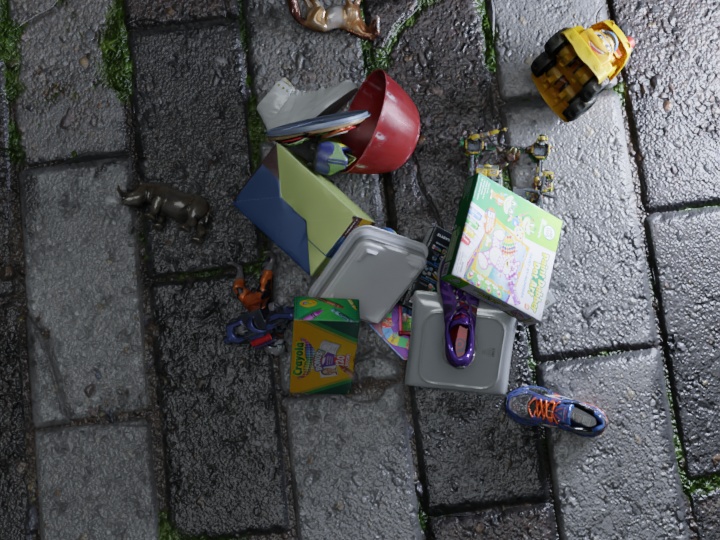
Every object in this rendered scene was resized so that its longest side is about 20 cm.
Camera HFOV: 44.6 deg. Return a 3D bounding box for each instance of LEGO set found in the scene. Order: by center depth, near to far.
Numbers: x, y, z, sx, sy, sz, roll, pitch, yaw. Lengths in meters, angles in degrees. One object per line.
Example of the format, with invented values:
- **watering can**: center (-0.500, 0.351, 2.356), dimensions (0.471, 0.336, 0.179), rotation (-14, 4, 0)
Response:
- **LEGO set**: center (0.278, -0.196, 1.655), dimensions (0.195, 0.116, 0.157), rotation (12, 83, 4)

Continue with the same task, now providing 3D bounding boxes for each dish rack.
- **dish rack**: center (0.017, 0.019, 1.566), dimensions (0.169, 0.044, 0.201), rotation (17, 126, -29)

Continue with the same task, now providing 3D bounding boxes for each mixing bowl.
- **mixing bowl**: center (0.045, -0.262, 1.655), dimensions (0.106, 0.199, 0.205), rotation (19, 83, -20)

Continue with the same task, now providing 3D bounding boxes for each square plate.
- **square plate**: center (0.184, 0.140, 1.609), dimensions (0.193, 0.029, 0.204), rotation (6, 116, 4)

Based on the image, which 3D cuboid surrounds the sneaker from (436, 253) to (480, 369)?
- **sneaker**: center (0.177, 0.068, 1.524), dimensions (0.079, 0.083, 0.205), rotation (-4, 82, 2)

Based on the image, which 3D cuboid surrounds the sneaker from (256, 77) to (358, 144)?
- **sneaker**: center (-0.110, -0.338, 1.706), dimensions (0.198, 0.074, 0.117), rotation (-33, 83, 8)

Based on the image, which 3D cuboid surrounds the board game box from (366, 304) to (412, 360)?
- **board game box**: center (0.093, 0.069, 1.667), dimensions (0.158, 0.039, 0.200), rotation (-45, 82, -4)

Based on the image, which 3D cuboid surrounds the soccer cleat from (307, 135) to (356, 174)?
- **soccer cleat**: center (-0.047, -0.210, 1.614), dimensions (0.082, 0.200, 0.066), rotation (11, 105, 2)

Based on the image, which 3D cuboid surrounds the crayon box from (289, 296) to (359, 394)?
- **crayon box**: center (-0.067, 0.138, 1.585), dimensions (0.116, 0.203, 0.059), rotation (2, 43, -5)

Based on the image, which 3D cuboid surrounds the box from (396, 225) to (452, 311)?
- **box**: center (0.188, 0.032, 1.642), dimensions (0.197, 0.046, 0.162), rotation (25, 83, -10)

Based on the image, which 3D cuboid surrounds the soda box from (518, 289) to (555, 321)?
- **soda box**: center (0.270, -0.008, 1.606), dimensions (0.067, 0.064, 0.202), rotation (-33, 93, -13)

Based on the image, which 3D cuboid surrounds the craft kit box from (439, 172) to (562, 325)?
- **craft kit box**: center (0.250, -0.037, 1.534), dimensions (0.195, 0.048, 0.204), rotation (27, 67, -22)

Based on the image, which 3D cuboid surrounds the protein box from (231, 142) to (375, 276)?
- **protein box**: center (-0.099, -0.105, 1.609), dimensions (0.198, 0.200, 0.136), rotation (42, 97, 7)

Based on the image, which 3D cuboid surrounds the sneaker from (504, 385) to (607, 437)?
- **sneaker**: center (0.362, 0.257, 1.612), dimensions (0.195, 0.078, 0.077), rotation (9, 82, 4)

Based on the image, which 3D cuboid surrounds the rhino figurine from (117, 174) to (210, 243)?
- **rhino figurine**: center (-0.383, -0.128, 1.704), dimensions (0.196, 0.060, 0.089), rotation (20, 65, 6)

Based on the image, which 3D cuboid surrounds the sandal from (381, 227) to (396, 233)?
- **sandal**: center (0.000, 0.000, 1.651), dimensions (0.079, 0.087, 0.201), rotation (33, 81, 34)

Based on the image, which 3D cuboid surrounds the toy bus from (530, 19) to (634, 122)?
- **toy bus**: center (0.438, -0.397, 1.641), dimensions (0.190, 0.200, 0.137), rotation (-34, 83, -10)

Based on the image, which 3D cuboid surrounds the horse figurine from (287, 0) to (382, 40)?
- **horse figurine**: center (-0.058, -0.522, 1.742), dimensions (0.195, 0.050, 0.136), rotation (-4, 99, -6)

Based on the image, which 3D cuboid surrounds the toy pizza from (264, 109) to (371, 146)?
- **toy pizza**: center (-0.075, -0.254, 1.577), dimensions (0.195, 0.200, 0.032), rotation (-11, 104, 1)

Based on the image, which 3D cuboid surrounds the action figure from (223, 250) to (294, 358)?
- **action figure**: center (-0.164, 0.064, 1.652), dimensions (0.196, 0.104, 0.198), rotation (-13, 86, 25)
